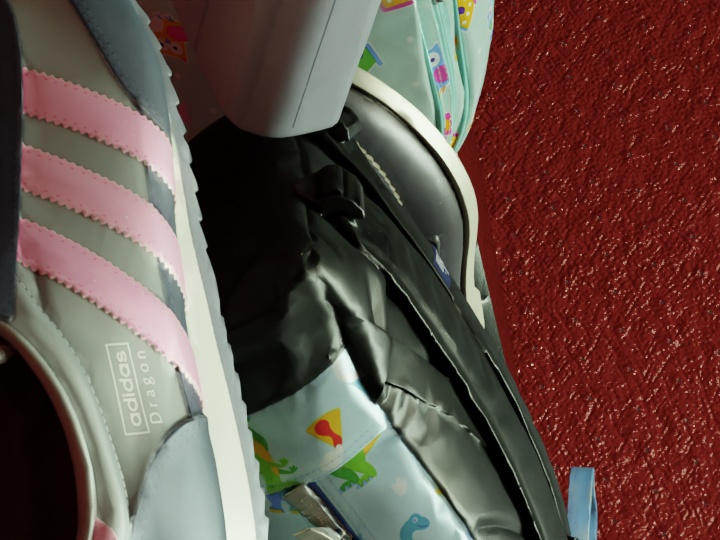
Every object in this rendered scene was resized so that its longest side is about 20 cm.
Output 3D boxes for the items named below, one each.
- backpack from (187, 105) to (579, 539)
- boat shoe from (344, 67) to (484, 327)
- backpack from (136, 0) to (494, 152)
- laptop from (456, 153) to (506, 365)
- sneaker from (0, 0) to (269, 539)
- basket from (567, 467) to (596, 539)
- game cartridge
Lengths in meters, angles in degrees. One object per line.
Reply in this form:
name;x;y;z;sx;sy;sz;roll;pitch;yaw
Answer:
backpack;-0.002;0.068;0.722;0.200;0.154;0.163;44;12;-22
boat shoe;0.000;0.000;0.825;0.063;0.072;0.200;-59;153;-24
backpack;-0.024;-0.116;0.864;0.127;0.166;0.200;-66;153;-45
laptop;0.007;0.063;0.934;0.200;0.103;0.178;-88;165;-65
sneaker;-0.078;-0.005;0.483;0.082;0.070;0.201;6;61;-59
basket;0.166;0.265;1.772;0.176;0.139;0.201;64;27;-70
game cartridge;-0.040;-0.147;0.680;0.133;0.041;0.201;106;-31;-58
